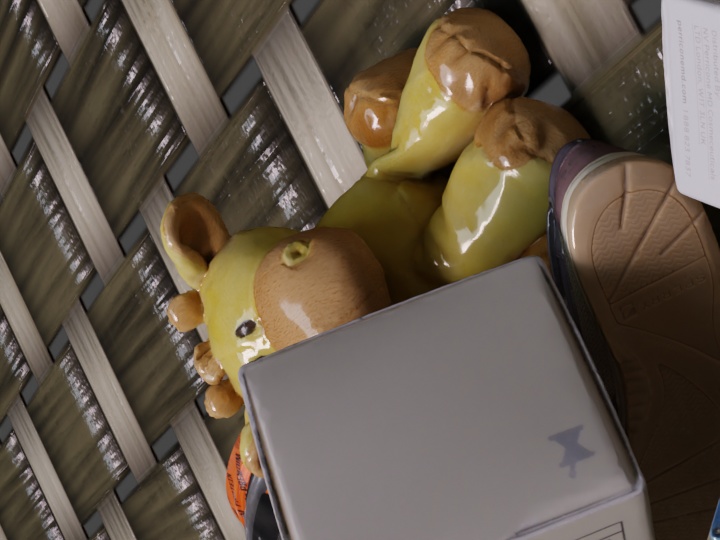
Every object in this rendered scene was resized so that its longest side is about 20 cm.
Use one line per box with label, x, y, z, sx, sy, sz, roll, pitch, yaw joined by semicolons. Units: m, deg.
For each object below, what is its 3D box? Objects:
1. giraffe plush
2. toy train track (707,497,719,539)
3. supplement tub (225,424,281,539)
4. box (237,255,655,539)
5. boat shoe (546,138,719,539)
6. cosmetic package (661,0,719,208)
giraffe plush;0.000;0.000;0.849;0.173;0.161;0.200;58;151;16
toy train track;0.143;0.048;0.623;0.032;0.201;0.115;8;140;24
supplement tub;0.023;0.141;0.961;0.200;0.122;0.124;35;139;46
box;0.044;0.107;0.757;0.201;0.127;0.110;71;179;-55
boat shoe;0.121;0.036;0.768;0.065;0.071;0.201;-113;0;-63
cosmetic package;0.187;-0.043;0.543;0.199;0.101;0.075;25;131;52
